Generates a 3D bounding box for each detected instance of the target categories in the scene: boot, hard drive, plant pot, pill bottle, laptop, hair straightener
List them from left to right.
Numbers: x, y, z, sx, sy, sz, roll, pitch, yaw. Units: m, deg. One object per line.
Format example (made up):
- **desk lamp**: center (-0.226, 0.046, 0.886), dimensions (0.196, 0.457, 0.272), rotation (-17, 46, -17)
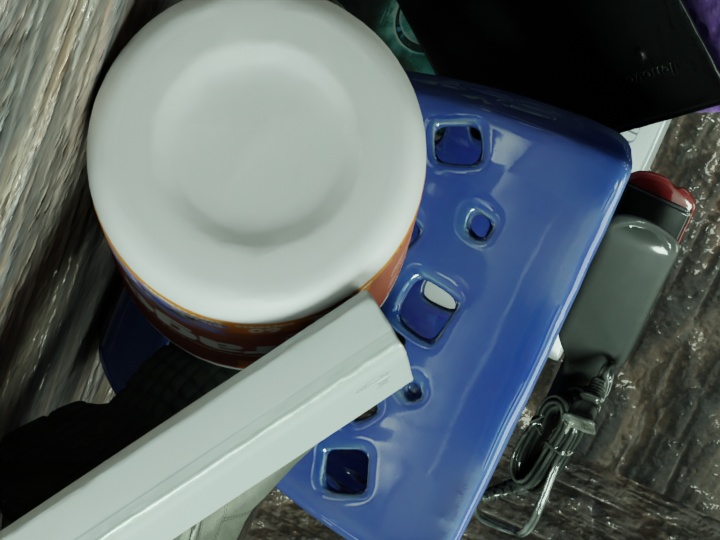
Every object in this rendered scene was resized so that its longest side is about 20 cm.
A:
- **hard drive**: center (-0.073, 0.077, 0.960), dimensions (0.199, 0.026, 0.132), rotation (-33, 174, -2)
- **boot**: center (-0.063, 0.101, 1.111), dimensions (0.199, 0.068, 0.131), rotation (-25, 123, -37)
- **pill bottle**: center (-0.036, -0.024, 1.006), dimensions (0.200, 0.112, 0.113), rotation (97, 18, -81)
- **plant pot**: center (0.000, 0.000, 1.250), dimensions (0.200, 0.179, 0.201), rotation (-46, 159, -84)
- **hair straightener**: center (0.091, 0.050, 1.276), dimensions (0.201, 0.041, 0.077), rotation (-62, 180, 36)
- **laptop**: center (0.098, -0.177, 1.345), dimensions (0.187, 0.116, 0.201), rotation (-13, -126, 55)

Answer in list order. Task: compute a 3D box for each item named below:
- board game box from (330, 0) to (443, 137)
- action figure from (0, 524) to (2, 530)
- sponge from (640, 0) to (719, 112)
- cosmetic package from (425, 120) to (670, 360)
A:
- **board game box**: center (0.060, -0.169, 1.447), dimensions (0.028, 0.135, 0.201), rotation (-7, 120, -85)
- **action figure**: center (-0.130, 0.167, 1.148), dimensions (0.130, 0.069, 0.201), rotation (0, 116, -54)
- **sponge**: center (0.130, -0.131, 1.338), dimensions (0.200, 0.030, 0.112), rotation (6, -81, 55)
- **cosmetic package**: center (0.063, -0.089, 1.540), dimensions (0.123, 0.199, 0.200), rotation (-54, 168, -79)
